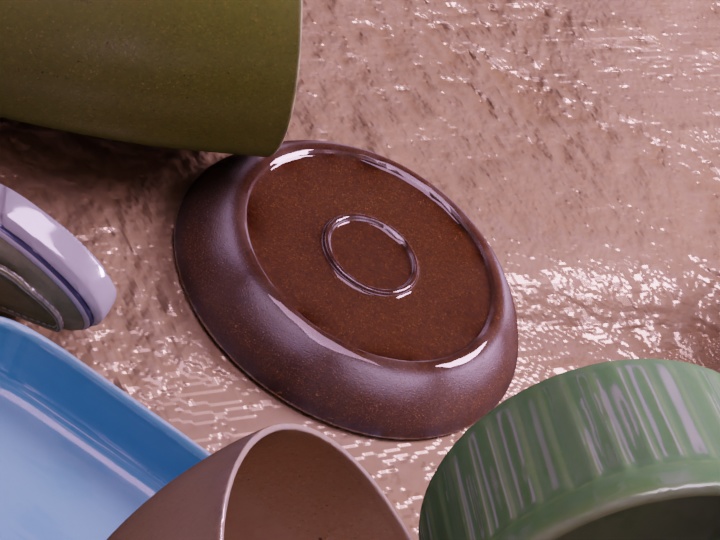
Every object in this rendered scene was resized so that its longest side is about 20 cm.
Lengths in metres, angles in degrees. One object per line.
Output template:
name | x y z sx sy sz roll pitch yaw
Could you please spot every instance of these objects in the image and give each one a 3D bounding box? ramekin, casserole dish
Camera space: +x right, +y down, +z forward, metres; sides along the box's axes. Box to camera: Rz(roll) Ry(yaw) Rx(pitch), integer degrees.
ramekin | 0.121 0.134 1.147 0.199 0.200 0.098 11 37 -23
casserole dish | -0.135 0.101 1.133 0.200 0.039 0.121 35 40 2

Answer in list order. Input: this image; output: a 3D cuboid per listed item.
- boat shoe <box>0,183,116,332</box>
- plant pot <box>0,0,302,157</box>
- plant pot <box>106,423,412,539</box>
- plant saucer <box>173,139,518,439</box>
boat shoe | -0.212 -0.019 1.193 0.199 0.072 0.062 29 65 1
plant pot | -0.147 -0.147 1.281 0.199 0.188 0.188 -3 50 -15
plant pot | -0.058 0.177 1.010 0.200 0.134 0.201 49 30 -41
plant saucer | 0.000 0.000 1.325 0.199 0.032 0.201 18 43 -18
